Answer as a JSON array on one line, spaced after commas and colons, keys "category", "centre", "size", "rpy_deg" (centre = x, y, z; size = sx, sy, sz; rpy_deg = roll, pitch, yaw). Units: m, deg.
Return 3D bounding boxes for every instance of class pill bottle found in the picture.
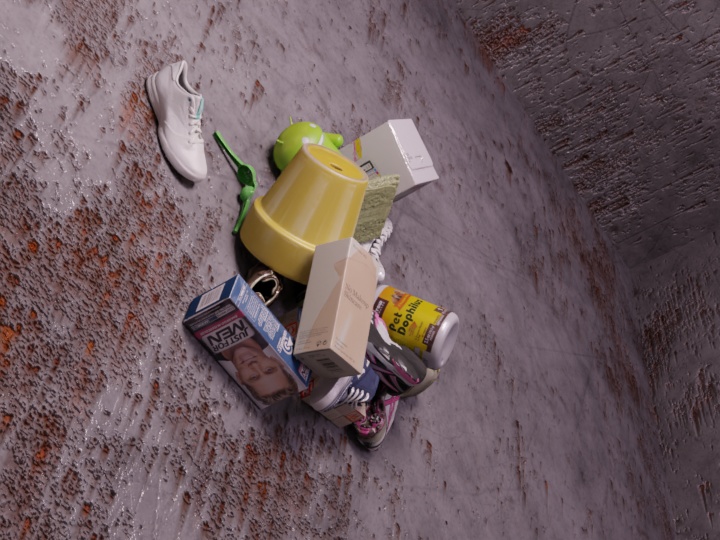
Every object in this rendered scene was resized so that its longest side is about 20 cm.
[{"category": "pill bottle", "centre": [0.074, 0.097, 1.823], "size": [0.110, 0.197, 0.111], "rpy_deg": [-53, 155, -38]}]

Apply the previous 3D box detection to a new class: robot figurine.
[{"category": "robot figurine", "centre": [-0.091, -0.203, 1.948], "size": [0.201, 0.114, 0.177], "rpy_deg": [49, 38, -27]}]

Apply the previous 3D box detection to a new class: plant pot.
[{"category": "plant pot", "centre": [-0.081, -0.103, 1.710], "size": [0.198, 0.191, 0.201], "rpy_deg": [26, 20, -10]}]

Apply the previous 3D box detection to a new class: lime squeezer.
[{"category": "lime squeezer", "centre": [-0.211, -0.154, 1.768], "size": [0.070, 0.037, 0.204], "rpy_deg": [22, 49, -55]}]

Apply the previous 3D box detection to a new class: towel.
[{"category": "towel", "centre": [-0.009, -0.112, 1.956], "size": [0.198, 0.150, 0.036], "rpy_deg": [-20, 49, -41]}]

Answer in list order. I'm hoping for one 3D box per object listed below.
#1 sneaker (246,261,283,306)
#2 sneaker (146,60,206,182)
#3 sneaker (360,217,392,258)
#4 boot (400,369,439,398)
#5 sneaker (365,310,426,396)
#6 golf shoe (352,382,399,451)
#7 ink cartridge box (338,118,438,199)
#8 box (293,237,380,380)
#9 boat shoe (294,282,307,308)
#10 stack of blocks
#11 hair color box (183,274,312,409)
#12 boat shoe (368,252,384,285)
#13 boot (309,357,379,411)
[{"category": "sneaker", "centre": [-0.156, 0.031, 1.664], "size": [0.071, 0.075, 0.201], "rpy_deg": [57, 27, -14]}, {"category": "sneaker", "centre": [-0.288, -0.250, 1.648], "size": [0.075, 0.087, 0.204], "rpy_deg": [-6, 73, -64]}, {"category": "sneaker", "centre": [0.012, -0.075, 2.092], "size": [0.081, 0.075, 0.201], "rpy_deg": [47, 29, -13]}, {"category": "boot", "centre": [0.118, 0.171, 1.944], "size": [0.072, 0.202, 0.154], "rpy_deg": [39, 16, 23]}, {"category": "sneaker", "centre": [0.017, 0.146, 1.760], "size": [0.200, 0.087, 0.080], "rpy_deg": [47, 34, 7]}, {"category": "golf shoe", "centre": [0.035, 0.232, 1.833], "size": [0.093, 0.071, 0.202], "rpy_deg": [75, 30, -51]}, {"category": "ink cartridge box", "centre": [0.035, -0.209, 2.098], "size": [0.147, 0.198, 0.147], "rpy_deg": [64, 25, 1]}, {"category": "box", "centre": [-0.036, 0.060, 1.584], "size": [0.095, 0.077, 0.204], "rpy_deg": [40, 49, -43]}, {"category": "boat shoe", "centre": [-0.093, 0.006, 1.823], "size": [0.065, 0.073, 0.201], "rpy_deg": [52, 18, -12]}, {"category": "stack of blocks", "centre": [-0.071, 0.170, 1.721], "size": [0.200, 0.058, 0.117], "rpy_deg": [43, 33, -38]}, {"category": "hair color box", "centre": [-0.170, 0.113, 1.536], "size": [0.201, 0.099, 0.061], "rpy_deg": [52, 29, -25]}, {"category": "boat shoe", "centre": [0.000, 0.000, 1.800], "size": [0.064, 0.075, 0.200], "rpy_deg": [26, 5, -11]}, {"category": "boot", "centre": [-0.018, 0.195, 1.647], "size": [0.091, 0.072, 0.200], "rpy_deg": [53, 27, -11]}]
